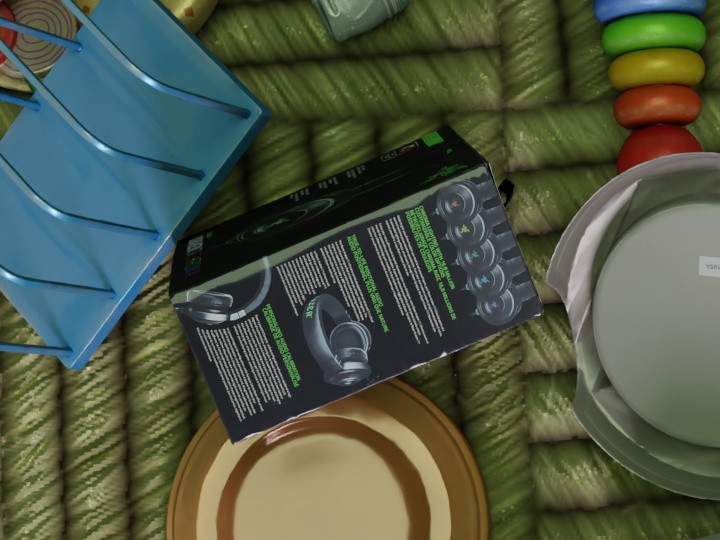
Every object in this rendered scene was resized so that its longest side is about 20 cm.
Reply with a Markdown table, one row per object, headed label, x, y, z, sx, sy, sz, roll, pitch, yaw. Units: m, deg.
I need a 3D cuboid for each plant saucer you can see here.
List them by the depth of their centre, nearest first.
| label | x | y | z | sx | sy | sz | roll | pitch | yaw |
| --- | --- | --- | --- | --- | --- | --- | --- | --- | --- |
| plant saucer | -0.021 | 0.153 | 1.137 | 0.198 | 0.037 | 0.202 | -1 | 80 | 4 |

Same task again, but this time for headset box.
| label | x | y | z | sx | sy | sz | roll | pitch | yaw |
| --- | --- | --- | --- | --- | --- | --- | --- | --- | --- |
| headset box | 0.000 | 0.000 | 1.084 | 0.198 | 0.174 | 0.093 | -22 | 101 | 1 |

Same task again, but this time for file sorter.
| label | x | y | z | sx | sy | sz | roll | pitch | yaw |
| --- | --- | --- | --- | --- | --- | --- | --- | --- | --- |
| file sorter | -0.181 | -0.065 | 1.103 | 0.139 | 0.122 | 0.200 | 45 | 105 | 23 |

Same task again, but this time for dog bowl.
| label | x | y | z | sx | sy | sz | roll | pitch | yaw |
| --- | --- | --- | --- | --- | --- | --- | --- | --- | --- |
| dog bowl | 0.206 | 0.027 | 1.089 | 0.198 | 0.059 | 0.202 | 7 | 106 | 25 |

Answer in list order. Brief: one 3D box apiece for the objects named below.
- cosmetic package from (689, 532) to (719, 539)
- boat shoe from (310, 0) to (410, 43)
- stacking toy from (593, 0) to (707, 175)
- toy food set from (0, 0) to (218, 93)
| label | x | y | z | sx | sy | sz | roll | pitch | yaw |
| --- | --- | --- | --- | --- | --- | --- | --- | --- | --- |
| cosmetic package | 0.212 | 0.216 | 1.017 | 0.106 | 0.200 | 0.091 | -12 | 108 | 2 |
| boat shoe | -0.048 | -0.232 | 1.190 | 0.071 | 0.070 | 0.202 | -34 | 82 | -5 |
| stacking toy | 0.177 | -0.137 | 1.153 | 0.084 | 0.085 | 0.202 | -2 | 84 | 4 |
| toy food set | -0.198 | -0.205 | 1.208 | 0.197 | 0.049 | 0.201 | -26 | 79 | 0 |
